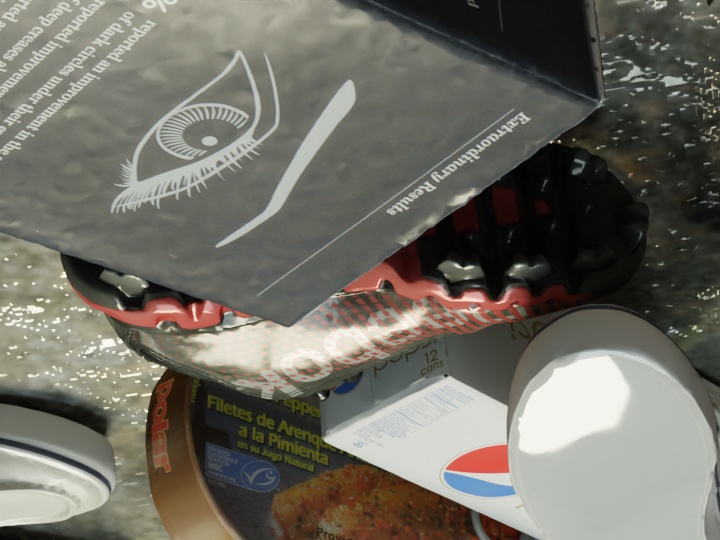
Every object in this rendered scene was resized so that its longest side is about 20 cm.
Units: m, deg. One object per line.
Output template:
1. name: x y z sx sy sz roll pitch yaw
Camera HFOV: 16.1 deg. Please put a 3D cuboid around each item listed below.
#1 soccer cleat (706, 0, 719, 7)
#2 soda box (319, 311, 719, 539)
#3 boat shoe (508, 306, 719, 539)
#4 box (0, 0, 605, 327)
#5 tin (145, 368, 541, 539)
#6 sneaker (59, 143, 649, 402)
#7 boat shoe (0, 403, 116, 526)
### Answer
1. soccer cleat: 0.147 -0.138 0.696 0.085 0.069 0.200 -9 153 -11
2. soda box: 0.072 0.057 0.992 0.064 0.068 0.200 -28 141 32
3. boat shoe: 0.099 0.065 0.903 0.071 0.070 0.200 -13 139 15
4. box: -0.055 -0.082 0.713 0.200 0.104 0.148 20 140 -36
5. tin: 0.002 0.085 0.988 0.200 0.112 0.042 22 147 -36
6. sneaker: 0.000 0.000 0.886 0.200 0.071 0.098 -4 148 2
7. boat shoe: -0.197 0.095 1.013 0.200 0.070 0.071 4 147 -14
